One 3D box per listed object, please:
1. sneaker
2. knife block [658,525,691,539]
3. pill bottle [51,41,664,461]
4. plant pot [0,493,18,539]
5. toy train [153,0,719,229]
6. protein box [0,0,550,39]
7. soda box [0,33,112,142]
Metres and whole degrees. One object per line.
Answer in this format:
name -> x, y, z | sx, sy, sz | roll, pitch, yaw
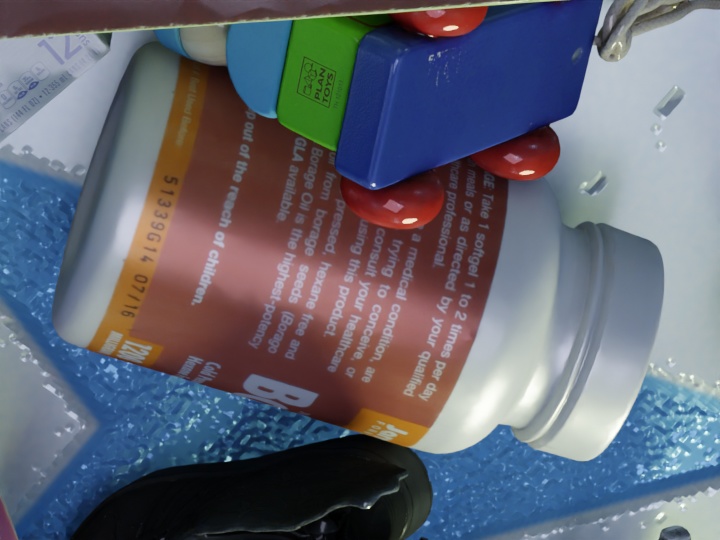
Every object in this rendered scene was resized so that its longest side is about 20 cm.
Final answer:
sneaker -> -0.049, 0.105, 0.921 | 0.200, 0.104, 0.060 | -20, 98, 29
knife block -> 0.075, 0.196, 1.018 | 0.064, 0.176, 0.200 | 12, 161, -42
pill bottle -> 0.000, 0.000, 0.906 | 0.200, 0.112, 0.112 | 18, 111, -10
plant pot -> -0.210, 0.126, 0.917 | 0.179, 0.200, 0.200 | -21, 114, -11
toy train -> 0.029, -0.091, 0.885 | 0.116, 0.200, 0.085 | 28, 120, 28
protein box -> -0.022, -0.170, 0.784 | 0.200, 0.199, 0.135 | -4, 113, -2
soda box -> -0.180, -0.049, 0.898 | 0.200, 0.068, 0.063 | -38, 109, 13
